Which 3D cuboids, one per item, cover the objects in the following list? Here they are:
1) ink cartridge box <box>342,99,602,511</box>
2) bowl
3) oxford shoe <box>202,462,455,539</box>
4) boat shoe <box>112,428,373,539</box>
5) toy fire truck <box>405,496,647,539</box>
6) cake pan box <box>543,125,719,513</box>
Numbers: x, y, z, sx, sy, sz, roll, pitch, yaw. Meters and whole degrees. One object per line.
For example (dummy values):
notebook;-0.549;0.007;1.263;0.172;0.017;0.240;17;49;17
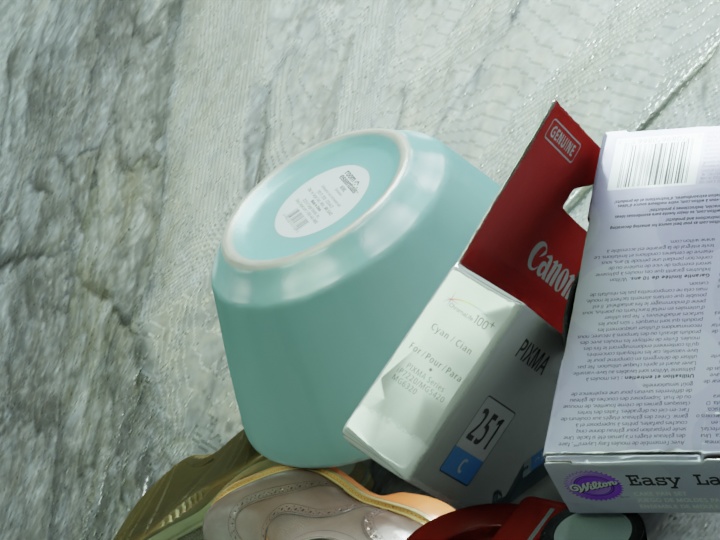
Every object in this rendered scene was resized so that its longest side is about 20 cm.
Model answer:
ink cartridge box;0.086;0.032;1.320;0.045;0.200;0.176;32;89;25
bowl;0.000;0.000;1.513;0.201;0.105;0.201;-25;29;15
oxford shoe;-0.029;0.142;1.464;0.200;0.073;0.071;-1;104;51
boat shoe;-0.074;0.137;1.606;0.201;0.063;0.073;-35;18;40
toy fire truck;0.018;0.185;1.253;0.200;0.129;0.176;8;37;30
cake pan box;0.183;0.018;1.234;0.200;0.052;0.184;-3;50;20
